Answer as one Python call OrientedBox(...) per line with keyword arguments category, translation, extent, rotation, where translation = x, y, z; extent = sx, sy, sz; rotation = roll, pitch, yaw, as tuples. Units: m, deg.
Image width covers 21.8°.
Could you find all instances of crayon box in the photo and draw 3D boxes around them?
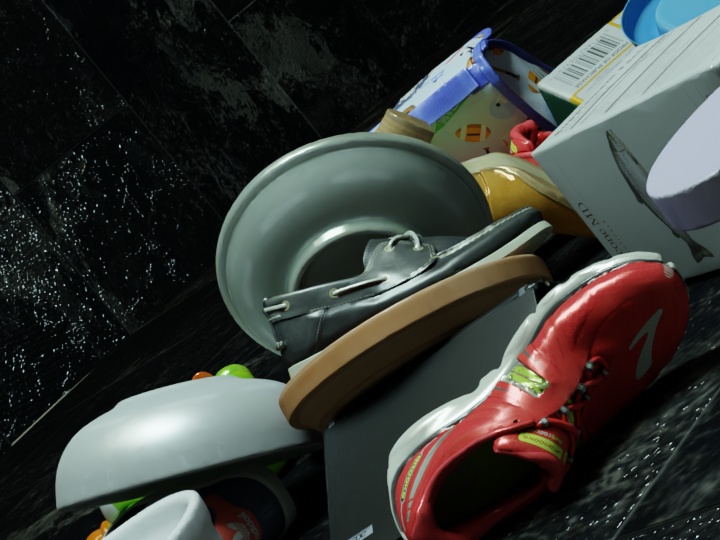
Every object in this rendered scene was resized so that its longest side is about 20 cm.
OrientedBox(category="crayon box", translation=(0.232, -0.125, 1.299), extent=(0.126, 0.052, 0.200), rotation=(-41, 34, -11))

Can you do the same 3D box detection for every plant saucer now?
OrientedBox(category="plant saucer", translation=(0.040, 0.055, 1.231), extent=(0.199, 0.032, 0.200), rotation=(-26, -15, -7))
OrientedBox(category="plant saucer", translation=(0.000, 0.000, 1.297), extent=(0.200, 0.200, 0.050), rotation=(-37, 35, 17))

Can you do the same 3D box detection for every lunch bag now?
OrientedBox(category="lunch bag", translation=(0.087, -0.106, 1.551), extent=(0.170, 0.124, 0.200), rotation=(-39, -25, 21))

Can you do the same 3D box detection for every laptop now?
OrientedBox(category="laptop", translation=(0.075, 0.093, 1.158), extent=(0.177, 0.104, 0.200), rotation=(-35, -17, 25))

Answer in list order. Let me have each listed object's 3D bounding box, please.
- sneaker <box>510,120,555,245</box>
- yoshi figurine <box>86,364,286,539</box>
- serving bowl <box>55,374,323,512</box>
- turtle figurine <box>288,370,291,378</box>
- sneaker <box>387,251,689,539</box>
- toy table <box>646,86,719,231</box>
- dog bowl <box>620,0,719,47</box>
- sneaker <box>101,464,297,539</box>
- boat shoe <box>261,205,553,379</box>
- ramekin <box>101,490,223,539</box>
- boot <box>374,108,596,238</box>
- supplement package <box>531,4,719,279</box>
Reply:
OrientedBox(category="sneaker", translation=(0.139, -0.073, 1.464), extent=(0.200, 0.085, 0.077), rotation=(-34, 8, 36))
OrientedBox(category="yoshi figurine", translation=(-0.128, 0.173, 1.468), extent=(0.200, 0.112, 0.112), rotation=(-53, -34, 4))
OrientedBox(category="serving bowl", translation=(-0.123, 0.116, 1.320), extent=(0.199, 0.066, 0.200), rotation=(-13, -7, -2))
OrientedBox(category="turtle figurine", translation=(-0.022, 0.021, 1.539), extent=(0.162, 0.064, 0.201), rotation=(87, -172, -59))
OrientedBox(category="sneaker", translation=(0.099, 0.077, 0.960), extent=(0.200, 0.077, 0.085), rotation=(-45, 18, 9))
OrientedBox(category="toy table", translation=(0.213, -0.037, 0.834), extent=(0.184, 0.117, 0.200), rotation=(-34, 9, 41))
OrientedBox(category="dog bowl", translation=(0.256, -0.151, 1.223), extent=(0.111, 0.050, 0.200), rotation=(-38, 35, -7))
OrientedBox(category="sneaker", translation=(-0.136, 0.199, 1.311), extent=(0.200, 0.075, 0.084), rotation=(-33, 5, 39))
OrientedBox(category="boat shoe", translation=(0.031, 0.003, 1.229), extent=(0.199, 0.068, 0.072), rotation=(-27, -12, 3))
OrientedBox(category="ramekin", translation=(-0.141, 0.230, 1.080), extent=(0.200, 0.098, 0.200), rotation=(-39, 7, 6))
OrientedBox(category="boot", translation=(0.073, -0.019, 1.368), extent=(0.071, 0.200, 0.145), rotation=(-97, 30, -74))
OrientedBox(category="supplement package", translation=(0.214, -0.080, 1.080), extent=(0.117, 0.117, 0.200), rotation=(-44, 8, -24))
